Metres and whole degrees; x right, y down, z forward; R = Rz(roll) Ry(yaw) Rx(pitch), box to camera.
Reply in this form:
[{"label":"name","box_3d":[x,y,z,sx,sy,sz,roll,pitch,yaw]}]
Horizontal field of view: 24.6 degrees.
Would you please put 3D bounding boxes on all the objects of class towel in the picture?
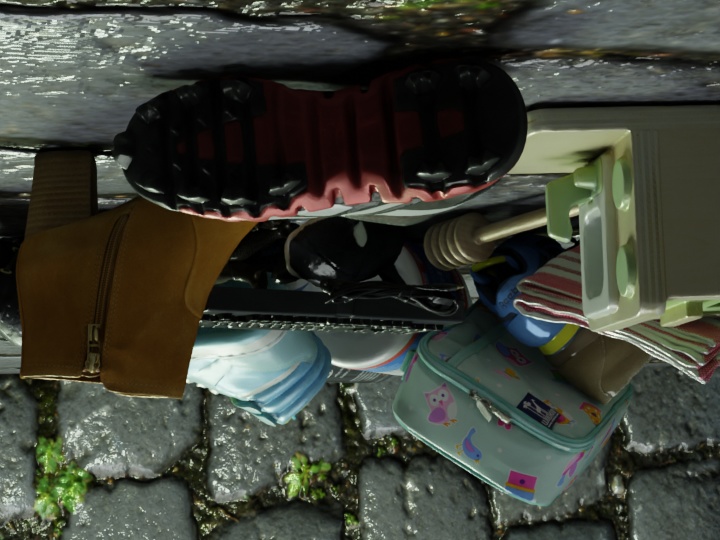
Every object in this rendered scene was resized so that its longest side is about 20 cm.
[{"label":"towel","box_3d":[0.213,0.005,1.076,0.146,0.030,0.200,20,-147,36]}]

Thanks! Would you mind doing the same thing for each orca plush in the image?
[{"label":"orca plush","box_3d":[0.000,0.000,1.103,0.105,0.071,0.200,-36,175,-5]}]

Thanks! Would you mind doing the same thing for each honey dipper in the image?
[{"label":"honey dipper","box_3d":[0.115,-0.036,1.182,0.038,0.038,0.200,3,168,-32]}]

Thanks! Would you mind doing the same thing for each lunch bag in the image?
[{"label":"lunch bag","box_3d":[0.119,0.095,1.290,0.160,0.077,0.200,35,-157,14]}]

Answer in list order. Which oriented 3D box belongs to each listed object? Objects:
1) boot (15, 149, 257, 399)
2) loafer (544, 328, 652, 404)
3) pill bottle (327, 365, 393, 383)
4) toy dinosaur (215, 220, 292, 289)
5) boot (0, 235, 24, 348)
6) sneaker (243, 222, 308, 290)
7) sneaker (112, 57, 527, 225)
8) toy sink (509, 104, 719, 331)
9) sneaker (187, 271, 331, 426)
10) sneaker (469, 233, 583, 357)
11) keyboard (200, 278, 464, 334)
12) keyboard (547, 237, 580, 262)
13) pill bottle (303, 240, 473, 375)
[{"label":"boot","box_3d":[-0.100,0.002,0.960,0.200,0.145,0.071,-2,174,3]},{"label":"loafer","box_3d":[0.235,0.033,1.262,0.199,0.068,0.076,-32,-178,-4]},{"label":"pill bottle","box_3d":[-0.020,0.056,1.599,0.199,0.107,0.106,5,170,-43]},{"label":"toy dinosaur","box_3d":[-0.105,-0.022,1.123,0.102,0.077,0.200,1,-155,13]},{"label":"boot","box_3d":[-0.296,-0.006,1.197,0.153,0.074,0.203,22,-175,-24]},{"label":"sneaker","box_3d":[-0.084,0.015,1.265,0.076,0.077,0.200,-30,-170,-27]},{"label":"sneaker","box_3d":[-0.016,-0.056,0.801,0.199,0.071,0.098,-4,171,9]},{"label":"toy sink","box_3d":[0.183,-0.025,0.931,0.199,0.113,0.130,-1,173,-5]},{"label":"sneaker","box_3d":[-0.112,0.069,1.215,0.199,0.080,0.131,-4,142,33]},{"label":"sneaker","box_3d":[0.121,-0.001,1.282,0.078,0.066,0.200,37,-169,-13]},{"label":"keyboard","box_3d":[-0.016,0.026,1.047,0.199,0.021,0.127,3,165,-36]},{"label":"keyboard","box_3d":[0.201,-0.005,1.232,0.103,0.040,0.200,0,-173,16]},{"label":"pill bottle","box_3d":[0.028,0.030,1.369,0.112,0.113,0.200,-4,174,20]}]
